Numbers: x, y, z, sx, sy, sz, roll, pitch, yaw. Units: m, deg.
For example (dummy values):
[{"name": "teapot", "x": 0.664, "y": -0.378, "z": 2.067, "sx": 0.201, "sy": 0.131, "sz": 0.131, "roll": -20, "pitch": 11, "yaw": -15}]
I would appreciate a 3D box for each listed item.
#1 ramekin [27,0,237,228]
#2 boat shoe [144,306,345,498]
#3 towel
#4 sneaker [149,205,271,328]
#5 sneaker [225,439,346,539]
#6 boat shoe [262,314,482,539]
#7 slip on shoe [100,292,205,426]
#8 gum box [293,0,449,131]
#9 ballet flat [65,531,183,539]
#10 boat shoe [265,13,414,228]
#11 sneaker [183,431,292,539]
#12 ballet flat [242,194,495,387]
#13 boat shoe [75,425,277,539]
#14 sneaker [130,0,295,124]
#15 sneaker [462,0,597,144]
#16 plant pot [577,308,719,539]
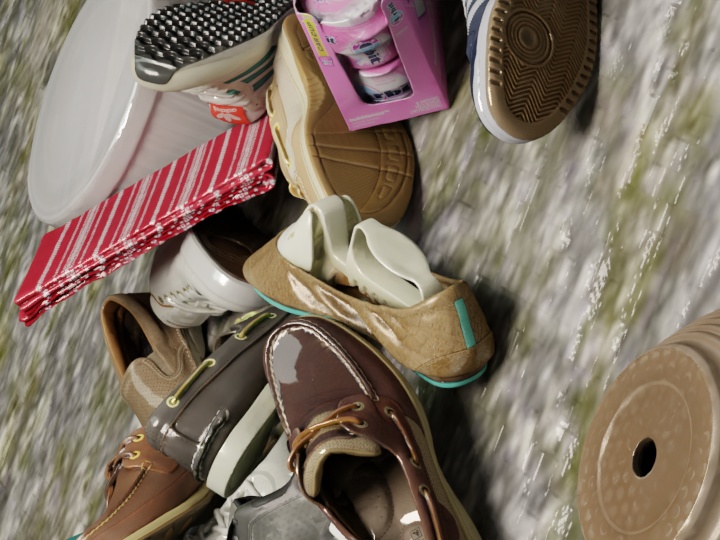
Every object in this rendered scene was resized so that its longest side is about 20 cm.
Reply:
[{"name": "ramekin", "x": -0.156, "y": -0.114, "z": 1.805, "sx": 0.202, "sy": 0.094, "sz": 0.203, "roll": -46, "pitch": 34, "yaw": 44}, {"name": "boat shoe", "x": -0.060, "y": 0.055, "z": 1.465, "sx": 0.201, "sy": 0.060, "sz": 0.072, "roll": -51, "pitch": -14, "yaw": -57}, {"name": "towel", "x": -0.135, "y": -0.039, "z": 1.653, "sx": 0.199, "sy": 0.023, "sz": 0.145, "roll": -29, "pitch": 17, "yaw": 11}, {"name": "sneaker", "x": -0.096, "y": 0.010, "z": 1.660, "sx": 0.200, "sy": 0.072, "sz": 0.085, "roll": -127, "pitch": 55, "yaw": -72}, {"name": "sneaker", "x": -0.045, "y": 0.173, "z": 1.427, "sx": 0.090, "sy": 0.066, "sz": 0.201, "roll": 36, "pitch": 106, "yaw": 22}, {"name": "boat shoe", "x": -0.001, "y": 0.099, "z": 1.336, "sx": 0.072, "sy": 0.072, "sz": 0.201, "roll": -36, "pitch": 61, "yaw": 13}, {"name": "slip on shoe", "x": -0.132, "y": 0.083, "z": 1.685, "sx": 0.076, "sy": 0.060, "sz": 0.201, "roll": -55, "pitch": 31, "yaw": 31}, {"name": "gum box", "x": 0.003, "y": -0.192, "z": 1.519, "sx": 0.066, "sy": 0.114, "sz": 0.201, "roll": -13, "pitch": 54, "yaw": 12}, {"name": "ballet flat", "x": -0.151, "y": 0.193, "z": 1.655, "sx": 0.069, "sy": 0.068, "sz": 0.200, "roll": 64, "pitch": 156, "yaw": 4}, {"name": "boat shoe", "x": -0.017, "y": -0.075, "z": 1.560, "sx": 0.201, "sy": 0.073, "sz": 0.069, "roll": -103, "pitch": 28, "yaw": -47}, {"name": "sneaker", "x": -0.068, "y": 0.168, "z": 1.494, "sx": 0.201, "sy": 0.081, "sz": 0.075, "roll": -65, "pitch": 26, "yaw": 12}, {"name": "ballet flat", "x": 0.000, "y": 0.000, "z": 1.422, "sx": 0.200, "sy": 0.068, "sz": 0.073, "roll": 30, "pitch": 138, "yaw": 48}, {"name": "boat shoe", "x": -0.126, "y": 0.132, "z": 1.516, "sx": 0.072, "sy": 0.068, "sz": 0.200, "roll": -51, "pitch": -7, "yaw": 33}, {"name": "sneaker", "x": -0.084, "y": -0.130, "z": 1.633, "sx": 0.200, "sy": 0.070, "sz": 0.094, "roll": -41, "pitch": -38, "yaw": -57}, {"name": "sneaker", "x": 0.076, "y": -0.145, "z": 1.411, "sx": 0.108, "sy": 0.070, "sz": 0.201, "roll": -27, "pitch": 44, "yaw": 49}, {"name": "plant pot", "x": 0.159, "y": 0.091, "z": 1.091, "sx": 0.201, "sy": 0.092, "sz": 0.202, "roll": -41, "pitch": 39, "yaw": 45}]
